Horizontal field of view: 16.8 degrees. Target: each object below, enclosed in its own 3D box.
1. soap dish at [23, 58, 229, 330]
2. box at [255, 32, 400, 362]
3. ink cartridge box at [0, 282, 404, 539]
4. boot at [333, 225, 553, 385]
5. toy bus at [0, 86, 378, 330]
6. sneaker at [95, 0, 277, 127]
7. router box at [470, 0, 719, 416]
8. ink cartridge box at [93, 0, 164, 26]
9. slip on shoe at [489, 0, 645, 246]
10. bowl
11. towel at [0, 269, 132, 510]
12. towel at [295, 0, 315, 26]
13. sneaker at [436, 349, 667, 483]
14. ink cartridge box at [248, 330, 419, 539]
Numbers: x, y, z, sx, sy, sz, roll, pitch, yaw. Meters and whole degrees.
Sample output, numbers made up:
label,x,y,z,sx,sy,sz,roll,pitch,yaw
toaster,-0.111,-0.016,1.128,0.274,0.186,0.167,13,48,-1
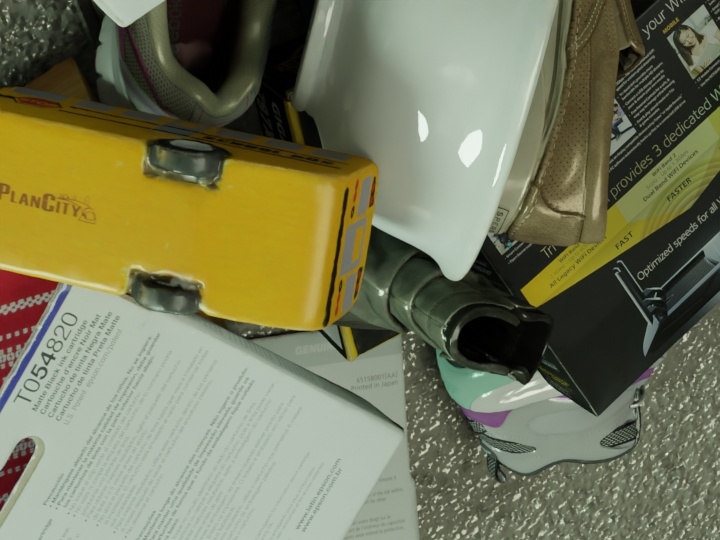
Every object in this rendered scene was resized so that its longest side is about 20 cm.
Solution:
label,x,y,z,sx,sy,sz,roll,pitch,yaw
soap dish,-0.141,0.031,1.099,0.157,0.081,0.200,-36,123,-13
box,0.053,-0.069,1.209,0.200,0.049,0.160,-27,125,-19
ink cartridge box,-0.105,0.113,1.056,0.200,0.041,0.200,29,93,-38
boot,0.000,0.000,1.064,0.200,0.130,0.068,11,103,-57
toy bus,-0.100,-0.030,0.964,0.078,0.199,0.065,-38,139,-72
sneaker,-0.074,-0.149,1.039,0.081,0.088,0.201,-17,105,-26
router box,0.138,-0.053,1.194,0.200,0.052,0.157,-42,122,-9
ink cartridge box,-0.075,-0.210,0.915,0.145,0.200,0.083,-33,134,9
slip on shoe,0.098,-0.107,1.101,0.060,0.076,0.201,14,70,-3
bowl,0.025,-0.103,1.024,0.090,0.201,0.202,14,110,-4
towel,-0.151,0.079,1.051,0.144,0.022,0.201,-17,118,-25
towel,0.006,-0.193,1.072,0.111,0.049,0.200,-25,142,-8
sneaker,0.142,0.043,1.319,0.200,0.078,0.140,-28,130,-7
ink cartridge box,-0.065,0.122,1.241,0.199,0.044,0.174,-7,94,-30
